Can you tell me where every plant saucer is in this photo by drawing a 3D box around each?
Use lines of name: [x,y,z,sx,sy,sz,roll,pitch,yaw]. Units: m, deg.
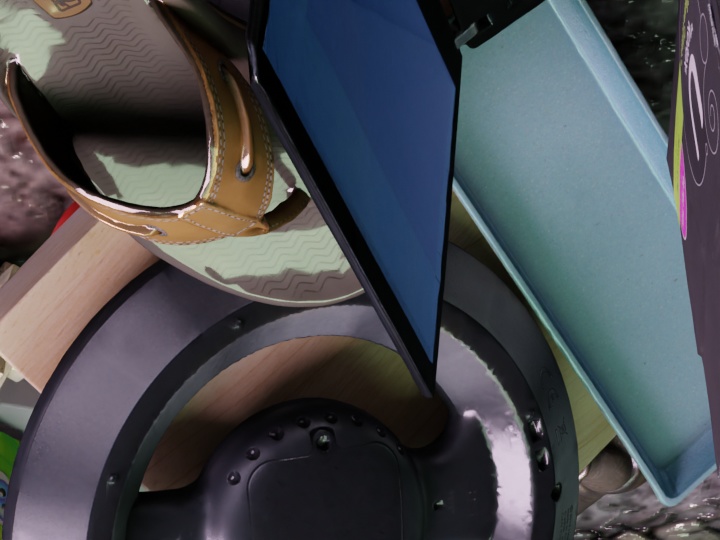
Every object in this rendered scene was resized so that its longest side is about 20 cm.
plant saucer: [0.078,-0.012,0.878,0.070,0.019,0.200,-40,121,-8]

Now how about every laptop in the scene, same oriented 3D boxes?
laptop: [0.053,-0.094,0.727,0.200,0.103,0.177,-34,148,-3]

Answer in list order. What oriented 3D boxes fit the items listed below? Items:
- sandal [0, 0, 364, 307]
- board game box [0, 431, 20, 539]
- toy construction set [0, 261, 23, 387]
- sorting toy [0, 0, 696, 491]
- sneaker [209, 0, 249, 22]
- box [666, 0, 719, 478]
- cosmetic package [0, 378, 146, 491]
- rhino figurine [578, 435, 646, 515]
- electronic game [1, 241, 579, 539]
sandal: [-0.056,-0.046,0.736,0.082,0.055,0.200,-24,133,17]
board game box: [-0.188,0.108,0.988,0.105,0.103,0.200,-22,146,25]
toy construction set: [-0.057,0.024,0.997,0.200,0.092,0.131,15,163,-26]
sorting toy: [0.000,0.000,0.896,0.200,0.070,0.199,-46,121,-4]
sneaker: [-0.088,-0.127,0.746,0.200,0.075,0.115,26,124,-24]
box: [0.196,-0.034,0.772,0.200,0.124,0.149,-6,146,0]
cosmetic package: [-0.183,0.064,1.068,0.200,0.052,0.151,12,147,-29]
rhino figurine: [0.093,0.068,1.117,0.200,0.060,0.087,-26,164,28]
electronic game: [-0.018,0.079,0.851,0.200,0.200,0.042,12,-175,-29]
